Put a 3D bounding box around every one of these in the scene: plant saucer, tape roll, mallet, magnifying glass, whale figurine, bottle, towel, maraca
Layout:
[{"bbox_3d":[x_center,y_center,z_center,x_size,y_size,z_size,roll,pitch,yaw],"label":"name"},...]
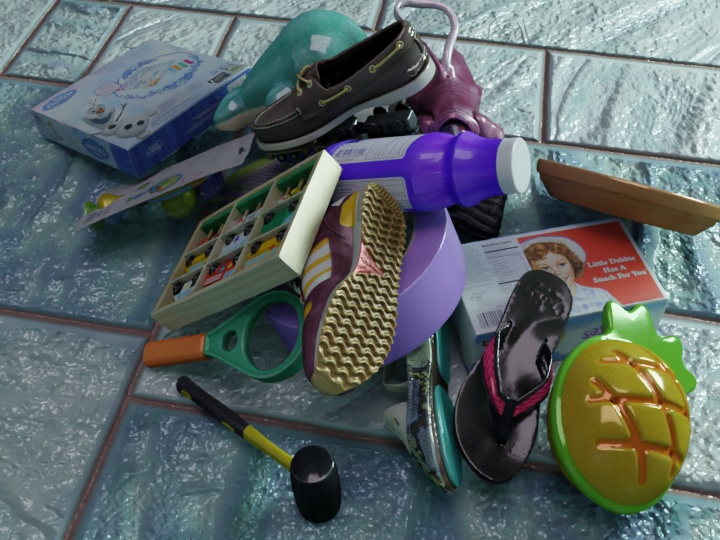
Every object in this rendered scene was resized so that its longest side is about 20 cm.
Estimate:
[{"bbox_3d":[0.279,-0.075,0.865,0.197,0.038,0.200,15,10,-3],"label":"plant saucer"},{"bbox_3d":[0.000,0.000,0.792,0.197,0.066,0.202,-18,38,15],"label":"tape roll"},{"bbox_3d":[-0.093,0.154,0.731,0.198,0.067,0.041,23,49,37],"label":"mallet"},{"bbox_3d":[-0.122,0.066,0.748,0.197,0.022,0.081,-12,65,33],"label":"magnifying glass"},{"bbox_3d":[-0.081,-0.222,0.920,0.197,0.105,0.160,-14,26,23],"label":"whale figurine"},{"bbox_3d":[0.054,-0.089,0.745,0.197,0.066,0.083,0,23,32],"label":"bottle"},{"bbox_3d":[-0.074,-0.102,0.899,0.143,0.023,0.199,-34,26,-28],"label":"towel"},{"bbox_3d":[0.231,0.114,0.712,0.137,0.107,0.201,43,54,-7],"label":"maraca"}]

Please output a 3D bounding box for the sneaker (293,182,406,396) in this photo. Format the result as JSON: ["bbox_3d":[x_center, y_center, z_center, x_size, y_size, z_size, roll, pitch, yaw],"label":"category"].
[{"bbox_3d":[-0.020,0.021,0.681,0.089,0.075,0.202,-23,36,39],"label":"sneaker"}]

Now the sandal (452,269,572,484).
[{"bbox_3d":[0.135,0.083,0.713,0.074,0.045,0.202,23,68,3],"label":"sandal"}]

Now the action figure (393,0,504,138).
[{"bbox_3d":[0.097,-0.170,0.841,0.131,0.151,0.202,-1,39,-5],"label":"action figure"}]

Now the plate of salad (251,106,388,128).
[{"bbox_3d":[-0.045,-0.219,1.014,0.196,0.049,0.202,-13,37,10],"label":"plate of salad"}]

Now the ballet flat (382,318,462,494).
[{"bbox_3d":[0.053,0.114,0.752,0.073,0.075,0.202,1,47,1],"label":"ballet flat"}]

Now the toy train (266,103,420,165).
[{"bbox_3d":[-0.023,-0.136,0.843,0.197,0.046,0.034,0,50,37],"label":"toy train"}]

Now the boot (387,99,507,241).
[{"bbox_3d":[0.101,-0.124,0.939,0.155,0.080,0.214,9,54,10],"label":"boot"}]

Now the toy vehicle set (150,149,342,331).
[{"bbox_3d":[-0.107,-0.024,0.758,0.198,0.026,0.126,-22,38,42],"label":"toy vehicle set"}]

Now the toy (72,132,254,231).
[{"bbox_3d":[-0.205,-0.085,0.901,0.197,0.048,0.116,-17,25,8],"label":"toy"}]

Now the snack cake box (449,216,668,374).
[{"bbox_3d":[0.186,0.023,0.820,0.196,0.068,0.116,-9,47,-8],"label":"snack cake box"}]

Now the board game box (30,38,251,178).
[{"bbox_3d":[-0.265,-0.207,1.008,0.197,0.044,0.200,24,52,33],"label":"board game box"}]

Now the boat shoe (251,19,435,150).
[{"bbox_3d":[-0.027,-0.179,0.804,0.197,0.060,0.073,-19,42,21],"label":"boat shoe"}]
